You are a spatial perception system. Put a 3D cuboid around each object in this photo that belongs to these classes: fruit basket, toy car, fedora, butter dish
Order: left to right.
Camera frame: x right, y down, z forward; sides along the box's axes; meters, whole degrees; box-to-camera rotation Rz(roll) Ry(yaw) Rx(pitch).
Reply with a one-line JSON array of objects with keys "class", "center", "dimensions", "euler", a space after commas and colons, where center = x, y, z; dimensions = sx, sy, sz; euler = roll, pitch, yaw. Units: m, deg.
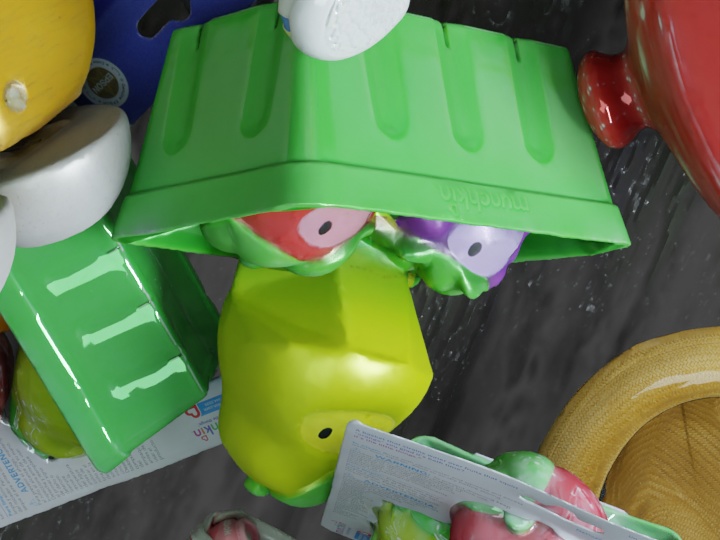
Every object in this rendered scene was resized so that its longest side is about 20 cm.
[{"class": "toy car", "center": [-0.195, -0.075, 0.819], "dimensions": [0.149, 0.200, 0.177], "euler": [-5, 113, 29]}, {"class": "fruit basket", "center": [-0.171, 0.029, 0.979], "dimensions": [0.198, 0.094, 0.186], "euler": [-19, 113, 24]}, {"class": "fruit basket", "center": [0.000, 0.000, 0.897], "dimensions": [0.155, 0.215, 0.217], "euler": [-7, 113, 47]}, {"class": "fruit basket", "center": [0.075, 0.114, 0.869], "dimensions": [0.184, 0.200, 0.094], "euler": [20, 65, 3]}, {"class": "fedora", "center": [0.167, 0.112, 1.002], "dimensions": [0.198, 0.082, 0.203], "euler": [0, 110, 0]}, {"class": "butter dish", "center": [0.162, -0.094, 0.884], "dimensions": [0.147, 0.200, 0.201], "euler": [-20, 109, 15]}]

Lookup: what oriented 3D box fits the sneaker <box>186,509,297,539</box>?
[{"class": "sneaker", "center": [-0.104, 0.159, 1.021], "dimensions": [0.198, 0.075, 0.106], "euler": [11, 112, -11]}]

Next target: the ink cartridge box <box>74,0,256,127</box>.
[{"class": "ink cartridge box", "center": [-0.139, -0.160, 0.891], "dimensions": [0.200, 0.041, 0.199], "euler": [45, 131, -7]}]

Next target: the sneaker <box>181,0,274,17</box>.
[{"class": "sneaker", "center": [-0.107, -0.194, 0.927], "dimensions": [0.114, 0.075, 0.202], "euler": [4, 125, 26]}]

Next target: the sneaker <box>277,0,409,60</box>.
[{"class": "sneaker", "center": [-0.010, -0.172, 0.831], "dimensions": [0.104, 0.201, 0.076], "euler": [17, 151, 18]}]
